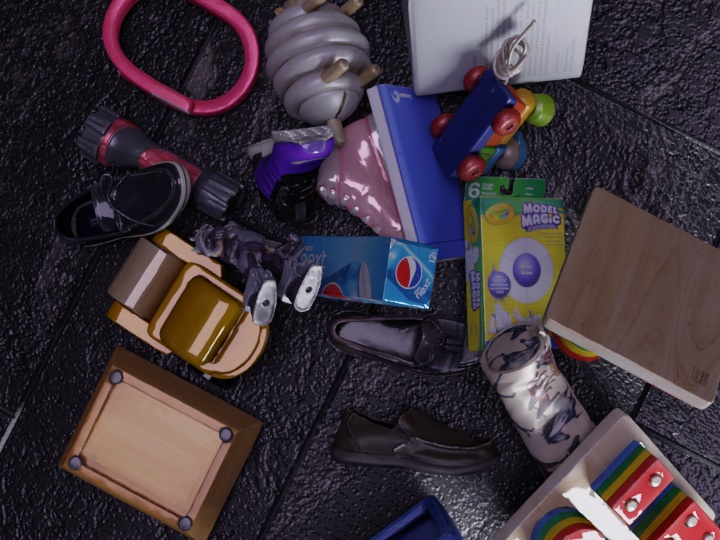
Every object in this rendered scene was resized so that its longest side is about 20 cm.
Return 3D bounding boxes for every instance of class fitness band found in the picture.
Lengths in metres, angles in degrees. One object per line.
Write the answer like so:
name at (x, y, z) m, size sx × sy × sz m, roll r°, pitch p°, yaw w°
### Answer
fitness band at (-0.215, -0.273, 1.299) m, size 0.199 × 0.037 × 0.145 m, roll 31°, pitch 85°, yaw 3°

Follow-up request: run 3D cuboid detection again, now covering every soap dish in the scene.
soap dish at (-0.236, 0.203, 1.242) m, size 0.198 × 0.081 × 0.159 m, roll 27°, pitch 87°, yaw 3°

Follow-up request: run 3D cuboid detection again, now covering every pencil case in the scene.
pencil case at (0.209, 0.151, 1.191) m, size 0.089 × 0.078 × 0.201 m, roll -31°, pitch 114°, yaw 2°

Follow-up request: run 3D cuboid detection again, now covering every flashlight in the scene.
flashlight at (-0.236, -0.123, 1.268) m, size 0.198 × 0.068 × 0.068 m, roll 29°, pitch 67°, yaw 7°

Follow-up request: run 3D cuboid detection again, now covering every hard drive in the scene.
hard drive at (0.073, -0.110, 1.230) m, size 0.025 × 0.131 × 0.203 m, roll -17°, pitch 85°, yaw 32°

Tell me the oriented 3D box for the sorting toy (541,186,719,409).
sorting toy at (0.311, 0.038, 1.201) m, size 0.197 × 0.070 × 0.201 m, roll 27°, pitch 56°, yaw 2°

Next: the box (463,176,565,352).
box at (0.180, -0.009, 1.238) m, size 0.116 × 0.048 × 0.203 m, roll -1°, pitch 85°, yaw -23°

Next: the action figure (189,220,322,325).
action figure at (-0.114, -0.013, 1.192) m, size 0.129 × 0.200 × 0.070 m, roll -3°, pitch 115°, yaw -26°

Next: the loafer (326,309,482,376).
loafer at (0.056, 0.084, 1.247) m, size 0.197 × 0.063 × 0.073 m, roll 7°, pitch 87°, yaw 3°

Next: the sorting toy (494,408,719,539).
sorting toy at (0.283, 0.294, 1.170) m, size 0.199 × 0.070 × 0.200 m, roll -46°, pitch 115°, yaw -1°

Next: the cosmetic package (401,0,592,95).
cosmetic package at (0.144, -0.320, 1.197) m, size 0.197 × 0.166 × 0.167 m, roll -7°, pitch 59°, yaw 1°

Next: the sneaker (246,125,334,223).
sneaker at (-0.072, -0.105, 1.207) m, size 0.069 × 0.200 × 0.101 m, roll -9°, pitch 92°, yaw -19°

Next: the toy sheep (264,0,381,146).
toy sheep at (-0.046, -0.240, 1.239) m, size 0.136 × 0.138 × 0.203 m, roll -11°, pitch 72°, yaw 2°

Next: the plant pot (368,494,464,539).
plant pot at (0.060, 0.390, 1.164) m, size 0.199 × 0.200 × 0.181 m, roll -35°, pitch 91°, yaw -1°

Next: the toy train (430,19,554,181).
toy train at (0.176, -0.188, 1.196) m, size 0.201 × 0.115 × 0.085 m, roll -54°, pitch 52°, yaw 35°

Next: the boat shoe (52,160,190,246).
boat shoe at (-0.276, -0.073, 1.230) m, size 0.198 × 0.062 × 0.076 m, roll -16°, pitch 82°, yaw 31°

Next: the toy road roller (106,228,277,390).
toy road roller at (-0.196, 0.042, 1.219) m, size 0.199 × 0.146 × 0.124 m, roll 32°, pitch 88°, yaw 4°

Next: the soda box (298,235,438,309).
soda box at (0.000, 0.000, 1.188) m, size 0.064 × 0.199 × 0.069 m, roll 11°, pitch 86°, yaw -31°

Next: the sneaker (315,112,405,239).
sneaker at (0.008, -0.076, 1.257) m, size 0.103 × 0.075 × 0.203 m, roll -20°, pitch 83°, yaw 3°

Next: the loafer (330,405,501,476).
loafer at (0.064, 0.193, 1.233) m, size 0.197 × 0.073 × 0.072 m, roll 4°, pitch 88°, yaw 3°
